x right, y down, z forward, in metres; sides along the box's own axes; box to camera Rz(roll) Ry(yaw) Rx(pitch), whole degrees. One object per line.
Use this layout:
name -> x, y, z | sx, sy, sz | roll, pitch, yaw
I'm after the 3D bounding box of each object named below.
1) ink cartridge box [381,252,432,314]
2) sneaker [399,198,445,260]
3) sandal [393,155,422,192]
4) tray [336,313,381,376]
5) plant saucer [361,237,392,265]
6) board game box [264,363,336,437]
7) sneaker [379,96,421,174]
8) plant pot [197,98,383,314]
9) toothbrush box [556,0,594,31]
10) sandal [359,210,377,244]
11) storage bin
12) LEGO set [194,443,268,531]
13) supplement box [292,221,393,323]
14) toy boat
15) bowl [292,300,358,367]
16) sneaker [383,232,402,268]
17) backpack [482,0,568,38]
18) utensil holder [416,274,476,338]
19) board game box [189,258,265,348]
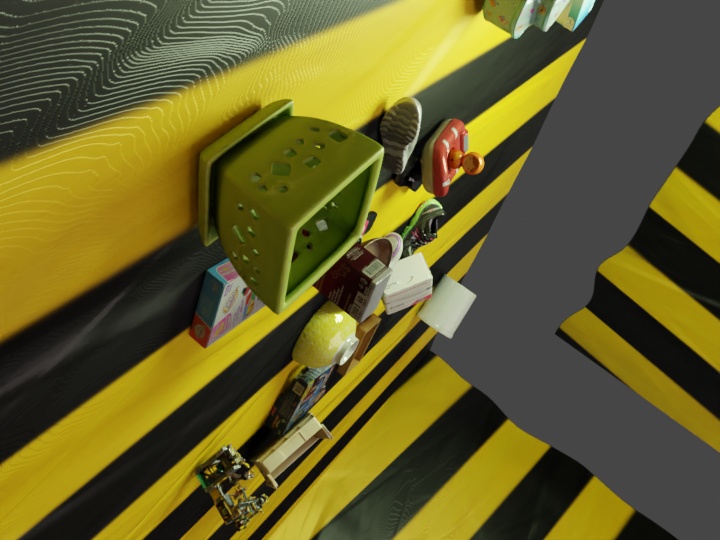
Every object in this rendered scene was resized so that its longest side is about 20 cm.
ink cartridge box -> 0.122, 0.039, 2.152 | 0.143, 0.085, 0.200 | -21, 162, -2
sneaker -> 0.166, -0.098, 2.097 | 0.077, 0.083, 0.201 | -25, 147, -61
sandal -> 0.129, -0.220, 1.786 | 0.077, 0.043, 0.200 | -57, 165, 11
tray -> -0.007, 0.233, 2.387 | 0.098, 0.037, 0.201 | -37, 158, -50
plant saucer -> 0.000, 0.000, 1.833 | 0.200, 0.036, 0.202 | -41, 151, -28
board game box -> -0.150, 0.325, 2.086 | 0.199, 0.061, 0.201 | -31, 153, -59
sneaker -> 0.079, -0.277, 1.486 | 0.200, 0.074, 0.083 | 110, 6, -63
plant pot -> -0.107, -0.098, 1.033 | 0.199, 0.181, 0.201 | -45, 162, -34
toothbrush box -> 0.440, -0.639, 1.633 | 0.085, 0.146, 0.201 | -48, 165, -20
sandal -> -0.003, -0.083, 1.667 | 0.200, 0.045, 0.076 | -32, 154, -57
storage bin -> -0.192, 0.489, 2.088 | 0.199, 0.094, 0.198 | -39, -179, -19
LEGO set -> -0.282, 0.486, 1.781 | 0.116, 0.201, 0.153 | -40, 155, 16
supplement box -> -0.047, -0.011, 1.380 | 0.061, 0.199, 0.109 | -38, 158, -43
toy boat -> 0.220, -0.252, 1.755 | 0.201, 0.129, 0.132 | -54, 149, -39
bowl -> -0.069, 0.174, 1.914 | 0.201, 0.107, 0.201 | -50, 165, -18
sneaker -> 0.051, 0.001, 1.970 | 0.201, 0.075, 0.100 | -54, 165, -2
backpack -> 0.333, -0.554, 1.486 | 0.200, 0.153, 0.176 | -46, 170, -4
utensil holder -> 0.344, 0.141, 3.038 | 0.201, 0.169, 0.170 | -56, 165, 3
board game box -> -0.197, 0.025, 1.303 | 0.200, 0.040, 0.154 | -37, 158, -49
